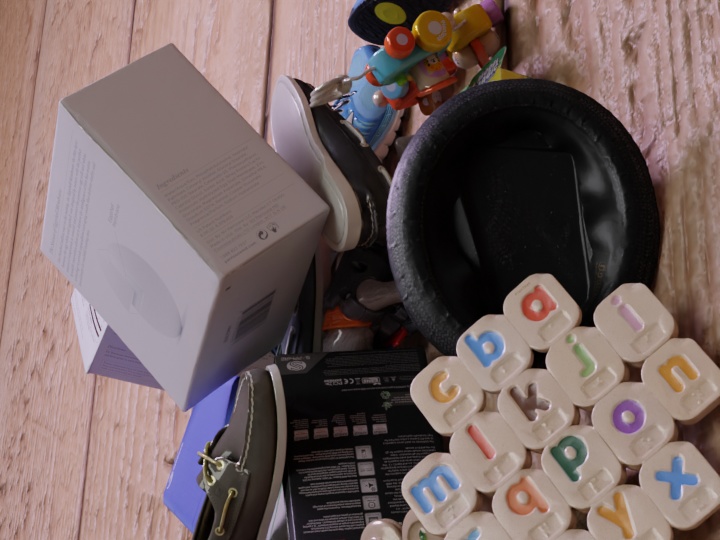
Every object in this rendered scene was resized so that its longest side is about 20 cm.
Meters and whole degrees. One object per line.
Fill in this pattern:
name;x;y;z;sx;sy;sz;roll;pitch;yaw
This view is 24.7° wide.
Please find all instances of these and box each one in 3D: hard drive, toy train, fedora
hard drive;-0.127;0.154;1.422;0.200;0.025;0.133;179;110;-76
toy train;0.048;-0.154;1.330;0.150;0.200;0.056;-36;84;28
fedora;0.108;-0.022;1.112;0.092;0.198;0.203;71;-151;-79

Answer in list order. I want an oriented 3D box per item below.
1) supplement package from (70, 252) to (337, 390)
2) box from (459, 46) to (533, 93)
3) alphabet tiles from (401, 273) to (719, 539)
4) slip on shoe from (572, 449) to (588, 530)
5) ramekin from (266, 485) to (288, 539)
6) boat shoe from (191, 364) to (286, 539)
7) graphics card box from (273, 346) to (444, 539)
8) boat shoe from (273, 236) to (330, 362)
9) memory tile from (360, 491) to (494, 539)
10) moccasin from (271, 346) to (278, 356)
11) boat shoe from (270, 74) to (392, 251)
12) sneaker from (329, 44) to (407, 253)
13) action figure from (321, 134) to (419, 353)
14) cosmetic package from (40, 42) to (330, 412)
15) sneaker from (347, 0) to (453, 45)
supplement package;-0.154;0.000;1.592;0.202;0.189;0.147;-64;27;22
box;0.097;-0.060;1.253;0.117;0.048;0.202;-41;44;53
alphabet tiles;0.122;0.103;1.000;0.200;0.015;0.196;-42;56;5
slip on shoe;0.105;0.173;1.060;0.061;0.074;0.201;38;125;15
ramekin;-0.046;0.211;1.351;0.200;0.097;0.202;-44;39;51
boat shoe;-0.095;0.164;1.244;0.072;0.060;0.204;-112;30;-62
graphics card box;0.002;0.150;1.242;0.051;0.124;0.201;94;169;-48
boat shoe;-0.059;0.052;1.442;0.073;0.061;0.202;-76;-9;-65
memory tile;0.069;0.246;1.058;0.153;0.017;0.202;-27;78;48
moccasin;-0.074;0.005;1.490;0.068;0.080;0.201;-117;2;-55
boat shoe;-0.020;-0.090;1.327;0.201;0.060;0.075;-122;36;-47
sneaker;-0.020;-0.122;1.476;0.078;0.089;0.202;-30;39;58
action figure;0.000;0.000;1.371;0.200;0.104;0.195;-30;41;57
cosmetic package;-0.148;-0.034;1.334;0.200;0.123;0.200;45;146;16
sneaker;0.057;-0.268;1.446;0.200;0.065;0.079;-38;32;54
